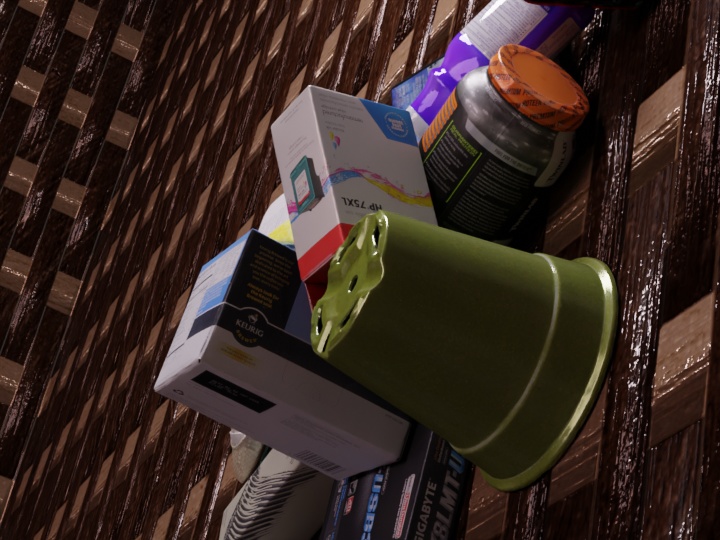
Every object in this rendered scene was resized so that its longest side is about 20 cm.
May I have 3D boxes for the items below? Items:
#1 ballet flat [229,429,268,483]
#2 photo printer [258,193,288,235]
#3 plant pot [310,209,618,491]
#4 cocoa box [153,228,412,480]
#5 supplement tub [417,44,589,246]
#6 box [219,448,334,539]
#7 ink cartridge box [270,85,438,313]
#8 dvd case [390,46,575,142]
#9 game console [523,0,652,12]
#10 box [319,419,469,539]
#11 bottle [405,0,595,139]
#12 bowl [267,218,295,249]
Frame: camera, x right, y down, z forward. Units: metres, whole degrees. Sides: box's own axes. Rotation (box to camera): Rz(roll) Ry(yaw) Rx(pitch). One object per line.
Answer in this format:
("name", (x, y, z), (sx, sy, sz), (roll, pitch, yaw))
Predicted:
("ballet flat", (-0.123, 0.150, 1.906), (0.202, 0.062, 0.067), (-69, 17, -10))
("photo printer", (-0.072, -0.037, 1.992), (0.200, 0.069, 0.168), (-36, 33, 57))
("plant pot", (0.068, 0.046, 1.263), (0.201, 0.189, 0.201), (-55, 20, 32))
("cocoa box", (-0.055, 0.077, 1.411), (0.133, 0.199, 0.132), (-31, 35, 61))
("supplement tub", (0.111, -0.094, 1.436), (0.201, 0.122, 0.123), (-55, 20, 31))
("box", (-0.072, 0.229, 1.635), (0.200, 0.068, 0.083), (-54, 21, 35))
("ink cartridge box", (0.002, -0.048, 1.373), (0.067, 0.115, 0.202), (-40, 53, 41))
("dvd case", (0.114, -0.177, 1.560), (0.199, 0.018, 0.143), (-30, 39, 25))
("game console", (0.223, -0.330, 1.439), (0.201, 0.170, 0.120), (-89, 3, -53))
("box", (0.033, 0.182, 1.428), (0.198, 0.049, 0.202), (-38, 33, 59))
("bottle", (0.123, -0.197, 1.495), (0.200, 0.065, 0.084), (-45, 43, 6))
("bowl", (0.000, 0.000, 1.545), (0.200, 0.199, 0.108), (-37, 21, 57))
